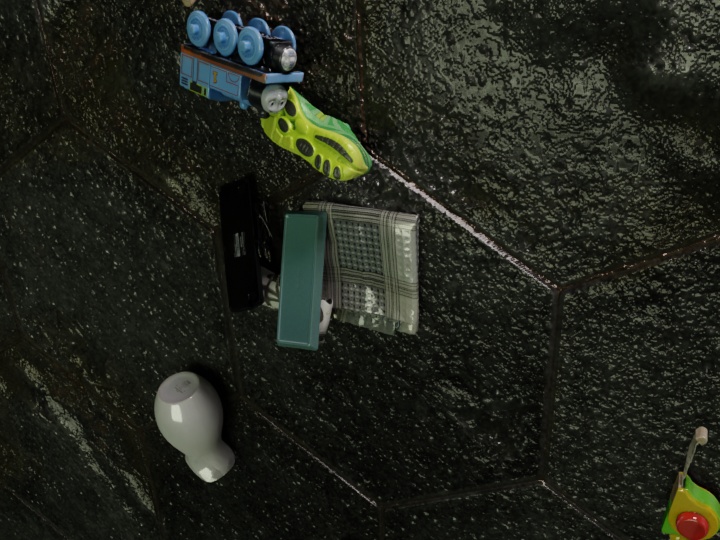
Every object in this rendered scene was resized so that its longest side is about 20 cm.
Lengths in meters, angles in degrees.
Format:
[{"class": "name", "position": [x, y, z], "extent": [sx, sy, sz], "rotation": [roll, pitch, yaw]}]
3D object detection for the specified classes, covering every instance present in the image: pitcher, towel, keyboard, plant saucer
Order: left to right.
[{"class": "pitcher", "position": [-0.329, 0.282, 1.385], "extent": [0.170, 0.121, 0.202], "rotation": [21, 137, 35]}, {"class": "keyboard", "position": [-0.168, -0.041, 1.128], "extent": [0.103, 0.039, 0.204], "rotation": [-10, 84, 39]}, {"class": "plant saucer", "position": [-0.089, 0.013, 1.074], "extent": [0.069, 0.019, 0.204], "rotation": [4, 91, 24]}, {"class": "towel", "position": [0.000, 0.000, 1.094], "extent": [0.190, 0.035, 0.203], "rotation": [10, 121, 23]}]

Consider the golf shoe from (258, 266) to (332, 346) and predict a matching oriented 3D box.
[{"class": "golf shoe", "position": [-0.113, 0.029, 1.140], "extent": [0.199, 0.077, 0.095], "rotation": [39, 113, 27]}]

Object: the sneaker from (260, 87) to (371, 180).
[{"class": "sneaker", "position": [-0.064, -0.185, 1.001], "extent": [0.200, 0.083, 0.074], "rotation": [44, 110, 23]}]

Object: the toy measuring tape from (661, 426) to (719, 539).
[{"class": "toy measuring tape", "position": [0.463, 0.302, 0.992], "extent": [0.073, 0.074, 0.203], "rotation": [15, 123, 20]}]

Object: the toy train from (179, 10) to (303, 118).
[{"class": "toy train", "position": [-0.161, -0.276, 0.977], "extent": [0.198, 0.086, 0.116], "rotation": [27, 122, 33]}]

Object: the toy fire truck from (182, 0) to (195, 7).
[{"class": "toy fire truck", "position": [-0.193, -0.443, 0.865], "extent": [0.128, 0.176, 0.201], "rotation": [38, 128, 3]}]
